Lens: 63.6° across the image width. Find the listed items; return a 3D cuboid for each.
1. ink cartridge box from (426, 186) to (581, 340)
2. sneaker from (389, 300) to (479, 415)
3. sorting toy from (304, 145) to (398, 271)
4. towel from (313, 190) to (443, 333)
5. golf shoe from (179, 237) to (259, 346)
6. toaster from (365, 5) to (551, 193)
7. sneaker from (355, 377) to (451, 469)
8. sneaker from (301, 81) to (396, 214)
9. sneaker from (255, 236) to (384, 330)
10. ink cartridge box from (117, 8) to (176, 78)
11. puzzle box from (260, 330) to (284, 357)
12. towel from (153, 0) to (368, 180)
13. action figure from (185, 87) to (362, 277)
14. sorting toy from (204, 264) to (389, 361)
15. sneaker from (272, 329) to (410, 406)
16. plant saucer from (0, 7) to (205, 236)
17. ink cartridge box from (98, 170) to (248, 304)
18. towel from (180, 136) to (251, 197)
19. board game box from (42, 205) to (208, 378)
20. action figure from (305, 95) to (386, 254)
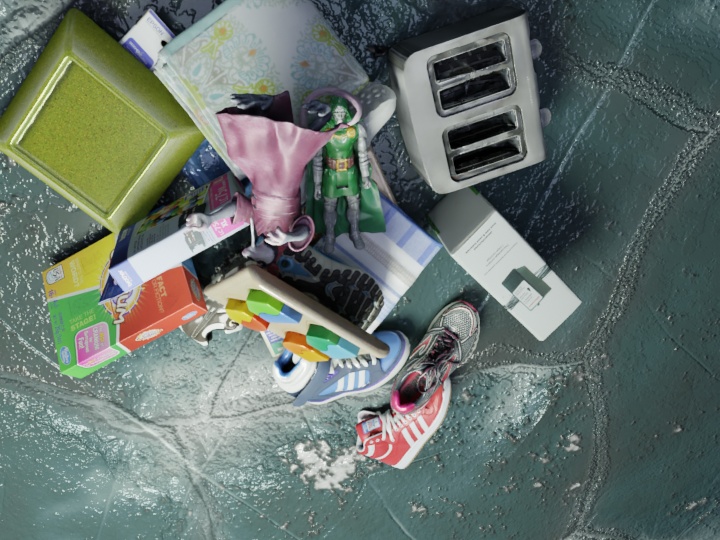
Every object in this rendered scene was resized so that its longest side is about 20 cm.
[{"bbox_3d":[0.198,-0.016,0.816,0.083,0.147,0.199,-44,114,12],"label":"ink cartridge box"},{"bbox_3d":[0.117,0.138,0.887,0.080,0.075,0.202,33,89,12],"label":"sneaker"},{"bbox_3d":[-0.031,-0.052,0.806,0.182,0.037,0.203,-25,104,4],"label":"sorting toy"},{"bbox_3d":[0.000,0.000,0.798,0.146,0.024,0.201,37,101,-15],"label":"towel"},{"bbox_3d":[-0.174,0.029,0.807,0.198,0.078,0.095,-32,104,18],"label":"golf shoe"},{"bbox_3d":[0.129,-0.213,0.731,0.196,0.119,0.184,-17,115,1],"label":"toaster"},{"bbox_3d":[0.063,0.239,0.955,0.111,0.072,0.202,20,113,-19],"label":"sneaker"},{"bbox_3d":[-0.031,-0.151,0.726,0.198,0.077,0.080,-35,131,15],"label":"sneaker"},{"bbox_3d":[-0.050,0.006,0.742,0.199,0.090,0.079,36,94,-28],"label":"sneaker"},{"bbox_3d":[-0.286,-0.213,0.719,0.199,0.039,0.100,-39,113,12],"label":"ink cartridge box"},{"bbox_3d":[-0.068,0.038,0.871,0.196,0.026,0.135,-20,116,2],"label":"puzzle box"},{"bbox_3d":[-0.115,-0.230,0.676,0.199,0.048,0.172,-38,92,-6],"label":"towel"},{"bbox_3d":[-0.091,-0.087,0.614,0.132,0.149,0.203,25,130,23],"label":"action figure"},{"bbox_3d":[-0.084,0.063,0.688,0.183,0.199,0.037,33,70,-22],"label":"sorting toy"},{"bbox_3d":[-0.034,0.128,0.860,0.197,0.082,0.147,-26,145,11],"label":"sneaker"},{"bbox_3d":[-0.315,-0.159,0.691,0.199,0.048,0.200,39,106,-19],"label":"plant saucer"},{"bbox_3d":[-0.228,-0.044,0.696,0.198,0.120,0.042,-31,119,0],"label":"ink cartridge box"},{"bbox_3d":[-0.138,-0.168,0.754,0.198,0.049,0.112,-33,115,8],"label":"towel"},{"bbox_3d":[-0.315,0.027,0.770,0.197,0.155,0.040,-27,158,5],"label":"board game box"},{"bbox_3d":[-0.024,-0.111,0.682,0.116,0.055,0.203,-10,133,-8],"label":"action figure"}]
